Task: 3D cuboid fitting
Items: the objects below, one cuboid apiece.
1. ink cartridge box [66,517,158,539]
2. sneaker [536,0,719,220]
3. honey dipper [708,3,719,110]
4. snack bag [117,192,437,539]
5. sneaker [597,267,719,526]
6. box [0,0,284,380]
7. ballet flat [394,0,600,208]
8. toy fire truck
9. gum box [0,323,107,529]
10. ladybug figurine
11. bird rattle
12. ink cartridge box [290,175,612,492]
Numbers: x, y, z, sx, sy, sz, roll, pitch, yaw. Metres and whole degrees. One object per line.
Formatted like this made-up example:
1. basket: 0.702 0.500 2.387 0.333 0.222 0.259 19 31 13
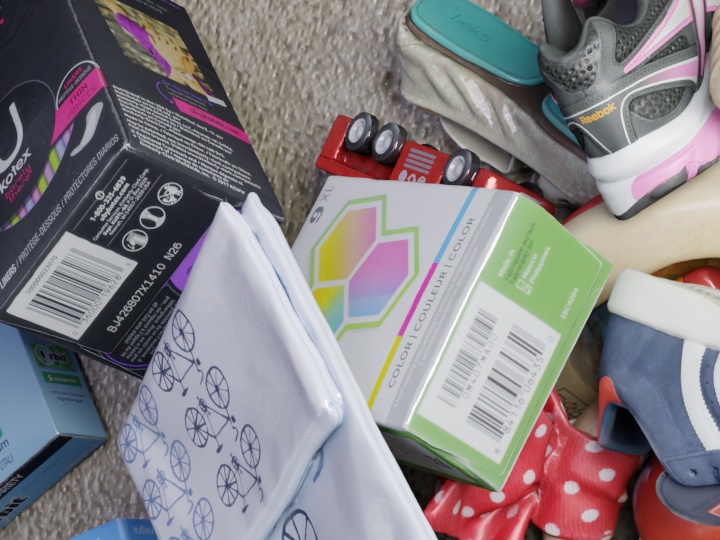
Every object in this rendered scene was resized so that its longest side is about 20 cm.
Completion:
1. ink cartridge box: -0.127 0.244 1.162 0.144 0.083 0.201 -25 68 32
2. sneaker: 0.119 -0.116 0.952 0.080 0.086 0.201 -28 26 26
3. honey dipper: 0.166 -0.133 0.939 0.038 0.038 0.201 -29 29 30
4. snack bag: -0.036 0.101 0.932 0.201 0.021 0.189 62 145 24
5. sneaker: 0.156 0.061 0.840 0.200 0.074 0.085 23 100 61
6. box: -0.138 -0.061 1.177 0.122 0.106 0.200 -50 39 19
7. ballet flat: 0.090 -0.066 1.074 0.200 0.067 0.063 40 136 38
8. toy fire truck: 0.000 0.000 1.098 0.200 0.049 0.142 26 91 56
9. gum box: -0.245 0.057 1.310 0.170 0.044 0.201 -40 62 26
10. ladybug figurine: 0.140 0.006 0.977 0.199 0.135 0.072 -30 35 38
11. bird rattle: 0.122 0.106 0.965 0.162 0.113 0.201 -30 92 2
12. ink cartridge box: 0.007 0.020 0.959 0.200 0.059 0.104 10 69 58
